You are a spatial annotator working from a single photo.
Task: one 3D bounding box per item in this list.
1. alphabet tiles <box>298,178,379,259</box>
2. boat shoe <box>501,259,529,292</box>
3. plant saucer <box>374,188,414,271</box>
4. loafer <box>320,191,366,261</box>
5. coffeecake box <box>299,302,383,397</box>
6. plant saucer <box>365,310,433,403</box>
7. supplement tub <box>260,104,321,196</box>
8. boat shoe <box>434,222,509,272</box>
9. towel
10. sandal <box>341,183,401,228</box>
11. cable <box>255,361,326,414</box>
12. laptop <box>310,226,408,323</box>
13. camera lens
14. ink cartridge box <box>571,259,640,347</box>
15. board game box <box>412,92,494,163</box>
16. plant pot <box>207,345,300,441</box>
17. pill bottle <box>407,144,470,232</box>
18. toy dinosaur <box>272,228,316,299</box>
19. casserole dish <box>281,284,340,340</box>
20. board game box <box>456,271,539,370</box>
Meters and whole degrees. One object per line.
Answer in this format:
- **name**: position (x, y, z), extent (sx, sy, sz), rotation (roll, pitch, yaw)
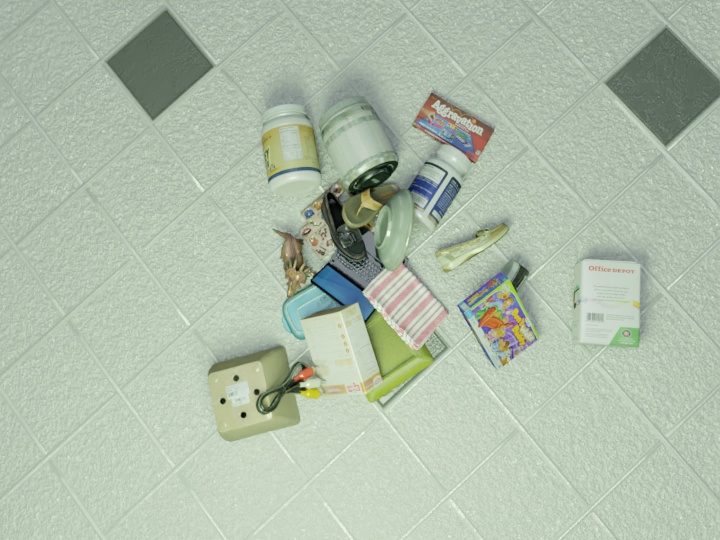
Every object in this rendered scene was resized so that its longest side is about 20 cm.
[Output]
- **alphabet tiles**: position (-0.060, -0.130, 1.678), extent (0.199, 0.008, 0.168), rotation (-39, 82, -2)
- **boat shoe**: position (0.352, 0.074, 1.586), extent (0.063, 0.071, 0.202), rotation (32, 95, -9)
- **plant saucer**: position (0.073, -0.102, 1.550), extent (0.049, 0.200, 0.205), rotation (11, 82, -16)
- **loafer**: position (-0.047, -0.114, 1.610), extent (0.071, 0.063, 0.202), rotation (-22, 62, -17)
- **coffeecake box**: position (-0.047, 0.195, 1.537), extent (0.152, 0.072, 0.205), rotation (-14, 95, 44)
- **plant saucer**: position (0.055, 0.196, 1.603), extent (0.198, 0.048, 0.202), rotation (-32, 81, -1)
- **supplement tub**: position (-0.181, -0.309, 1.643), extent (0.141, 0.144, 0.205), rotation (-11, 81, 2)
- **boat shoe**: position (0.285, -0.070, 1.614), extent (0.198, 0.073, 0.064), rotation (-32, 85, 7)
- **towel**: position (0.116, 0.080, 1.583), extent (0.200, 0.030, 0.146), rotation (47, 60, -1)
- **sandal**: position (0.033, -0.177, 1.616), extent (0.198, 0.054, 0.081), rotation (-29, 77, -29)
- **cable**: position (-0.163, 0.269, 1.484), extent (0.050, 0.198, 0.099), rotation (-22, 81, 38)
- **laptop**: position (0.000, 0.000, 1.603), extent (0.176, 0.103, 0.202), rotation (35, 86, 5)
- **camera lens**: position (-0.005, -0.317, 1.623), extent (0.157, 0.160, 0.203), rotation (-26, 81, 0)
- **ink cartridge box**: position (0.602, 0.082, 1.561), extent (0.141, 0.084, 0.206), rotation (4, 83, 4)
- **board game box**: position (0.246, -0.379, 1.685), extent (0.198, 0.019, 0.104), rotation (32, 84, 8)
- **plant pot**: position (-0.272, 0.304, 1.546), extent (0.195, 0.177, 0.205), rotation (-14, 82, 2)
- **pill bottle**: position (0.190, -0.211, 1.616), extent (0.115, 0.116, 0.202), rotation (33, 85, 8)
- **toy dinosaur**: position (-0.170, -0.032, 1.606), extent (0.084, 0.136, 0.204), rotation (-20, 80, 1)
- **casserole dish**: position (-0.114, 0.095, 1.635), extent (0.197, 0.039, 0.123), rotation (-28, 81, -1)
- **board game box**: position (0.336, 0.125, 1.539), extent (0.133, 0.045, 0.202), rotation (-36, 117, -2)
